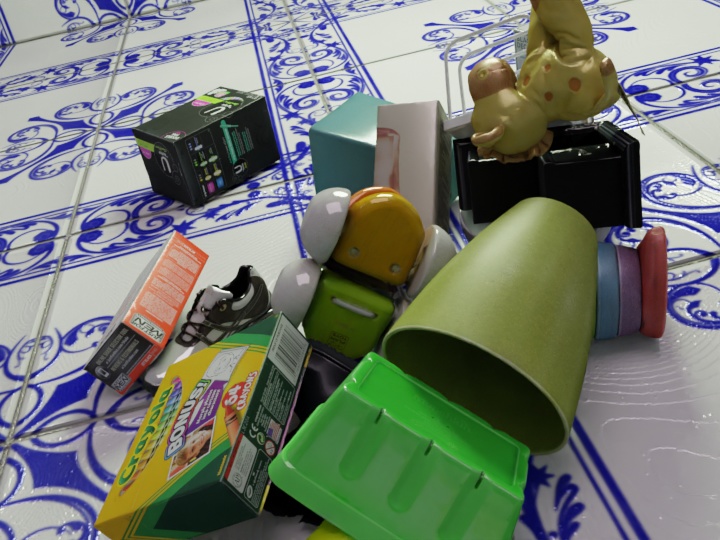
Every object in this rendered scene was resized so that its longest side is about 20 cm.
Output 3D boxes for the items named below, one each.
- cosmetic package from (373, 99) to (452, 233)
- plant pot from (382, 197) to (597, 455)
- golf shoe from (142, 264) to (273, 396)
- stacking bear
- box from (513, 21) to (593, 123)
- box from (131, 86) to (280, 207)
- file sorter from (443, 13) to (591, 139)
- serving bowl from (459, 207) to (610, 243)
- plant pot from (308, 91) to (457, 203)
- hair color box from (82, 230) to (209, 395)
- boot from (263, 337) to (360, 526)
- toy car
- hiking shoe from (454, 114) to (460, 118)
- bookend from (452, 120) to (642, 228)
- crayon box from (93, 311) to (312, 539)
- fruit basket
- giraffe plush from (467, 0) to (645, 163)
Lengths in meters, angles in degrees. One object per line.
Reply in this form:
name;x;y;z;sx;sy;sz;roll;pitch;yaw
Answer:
cosmetic package;0.067;-0.103;1.032;0.086;0.103;0.204;0;75;18
plant pot;0.146;0.036;0.762;0.185;0.188;0.201;13;57;34
golf shoe;-0.189;0.067;0.964;0.077;0.096;0.200;18;44;36
stacking bear;0.226;0.018;0.879;0.196;0.116;0.121;-1;-8;13
box;0.295;-0.270;1.220;0.059;0.203;0.117;-23;34;-19
box;-0.268;-0.221;1.403;0.199;0.126;0.147;-35;37;-31
file sorter;0.211;-0.230;1.058;0.137;0.127;0.199;-12;-16;33
serving bowl;0.229;-0.056;1.039;0.196;0.067;0.201;-9;32;6
plant pot;0.047;-0.156;1.197;0.197;0.143;0.141;19;43;28
hair color box;-0.264;0.048;1.005;0.101;0.061;0.201;-44;18;30
boot;-0.062;0.154;0.799;0.197;0.078;0.168;17;39;31
toy car;0.000;0.000;0.908;0.172;0.203;0.150;21;14;-12
hiking shoe;0.221;-0.178;1.197;0.197;0.102;0.076;15;41;35
bookend;0.206;-0.106;0.927;0.196;0.094;0.199;-6;16;10
crayon box;-0.146;0.154;0.769;0.171;0.058;0.202;-25;31;30
fruit basket;0.019;0.203;0.648;0.211;0.220;0.155;-2;12;16
giraffe plush;0.186;-0.191;0.856;0.160;0.172;0.203;-27;61;19
